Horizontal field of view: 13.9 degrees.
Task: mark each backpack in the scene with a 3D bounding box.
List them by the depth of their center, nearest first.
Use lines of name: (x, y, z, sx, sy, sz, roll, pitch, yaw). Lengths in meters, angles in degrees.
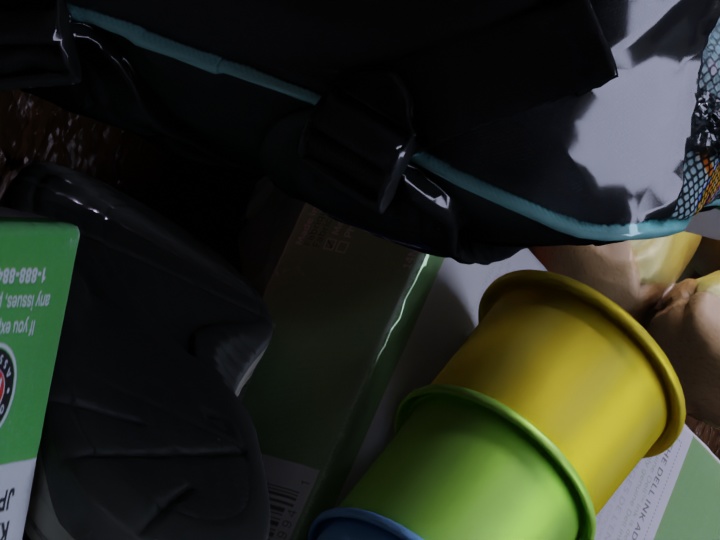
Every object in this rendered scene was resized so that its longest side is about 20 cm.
backpack: (0.015, -0.082, 0.612, 0.200, 0.175, 0.154, 25, 82, -75)

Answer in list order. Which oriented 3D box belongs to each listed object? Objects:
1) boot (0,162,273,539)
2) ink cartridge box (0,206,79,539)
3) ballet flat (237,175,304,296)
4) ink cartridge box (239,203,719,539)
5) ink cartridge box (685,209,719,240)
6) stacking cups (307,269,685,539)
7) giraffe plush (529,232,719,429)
boot: (-0.085, 0.070, 0.688, 0.154, 0.073, 0.204, -58, -165, 16)
ink cartridge box: (-0.132, 0.081, 0.532, 0.146, 0.083, 0.201, -3, 105, -70)
ballet flat: (0.000, 0.000, 0.880, 0.200, 0.073, 0.074, 67, 38, -76)
ink cartridge box: (0.028, 0.079, 0.789, 0.200, 0.048, 0.146, 46, 63, -49)
ink cartridge box: (0.053, -0.090, 0.789, 0.146, 0.199, 0.085, -50, 149, -54)
stacking cups: (-0.003, 0.083, 0.672, 0.200, 0.060, 0.061, -46, 146, -31)
giraffe plush: (0.144, -0.012, 1.056, 0.200, 0.172, 0.162, -55, 171, -25)
